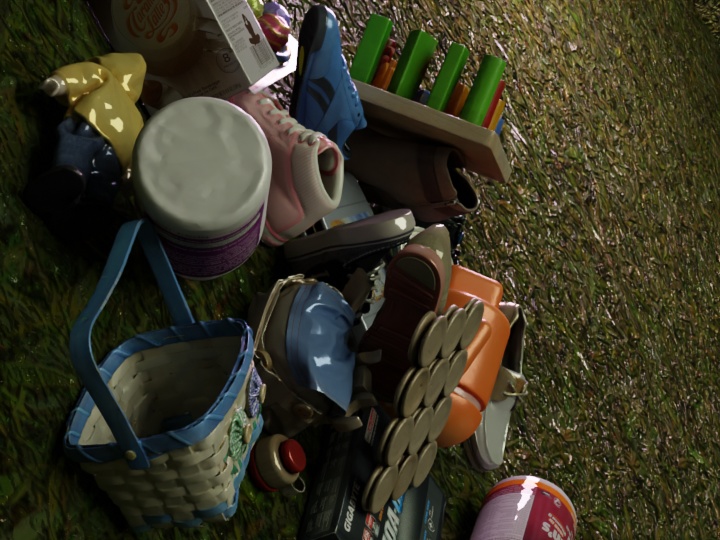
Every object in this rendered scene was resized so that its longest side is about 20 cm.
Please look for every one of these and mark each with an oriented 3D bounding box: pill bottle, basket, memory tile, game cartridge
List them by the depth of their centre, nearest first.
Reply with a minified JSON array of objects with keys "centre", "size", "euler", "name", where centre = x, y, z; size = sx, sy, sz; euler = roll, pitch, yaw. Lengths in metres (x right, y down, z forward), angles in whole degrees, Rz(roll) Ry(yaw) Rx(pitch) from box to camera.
[{"centre":[-0.153,0.081,1.229],"size":[0.177,0.138,0.201],"euler":[-74,144,-54],"name":"basket"},{"centre":[-0.132,-0.057,1.335],"size":[0.200,0.112,0.113],"euler":[110,-34,-72],"name":"pill bottle"},{"centre":[0.058,0.124,1.507],"size":[0.153,0.017,0.201],"euler":[-19,130,-64],"name":"memory tile"},{"centre":[0.163,0.314,1.713],"size":[0.110,0.109,0.200],"euler":[60,26,-17],"name":"pill bottle"},{"centre":[-0.007,-0.009,1.722],"size":[0.133,0.041,0.201],"euler":[-21,89,-61],"name":"game cartridge"}]

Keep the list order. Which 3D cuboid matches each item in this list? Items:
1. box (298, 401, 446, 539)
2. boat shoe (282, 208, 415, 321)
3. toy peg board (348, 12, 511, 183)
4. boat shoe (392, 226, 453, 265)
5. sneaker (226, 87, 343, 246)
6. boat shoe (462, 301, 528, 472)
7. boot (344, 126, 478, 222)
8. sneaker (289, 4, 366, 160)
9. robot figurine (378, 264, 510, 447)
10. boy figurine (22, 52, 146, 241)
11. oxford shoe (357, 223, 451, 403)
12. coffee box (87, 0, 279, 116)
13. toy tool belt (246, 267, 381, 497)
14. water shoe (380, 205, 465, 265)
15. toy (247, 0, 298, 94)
[{"centre":[0.016,0.239,1.551],"size":[0.159,0.046,0.200],"euler":[55,28,-25],"name":"box"},{"centre":[0.000,0.000,1.561],"size":[0.074,0.200,0.093],"euler":[-19,94,-28],"name":"boat shoe"},{"centre":[0.078,-0.191,1.772],"size":[0.199,0.199,0.098],"euler":[37,75,-77],"name":"toy peg board"},{"centre":[0.074,0.028,1.804],"size":[0.073,0.062,0.200],"euler":[-55,132,-25],"name":"boat shoe"},{"centre":[-0.073,-0.133,1.610],"size":[0.075,0.104,0.201],"euler":[15,55,-58],"name":"sneaker"},{"centre":[0.155,0.130,1.867],"size":[0.075,0.068,0.201],"euler":[27,59,-58],"name":"boat shoe"},{"centre":[0.039,-0.123,1.767],"size":[0.200,0.146,0.071],"euler":[45,59,-45],"name":"boot"},{"centre":[-0.029,-0.188,1.650],"size":[0.201,0.078,0.066],"euler":[99,-10,-46],"name":"sneaker"},{"centre":[0.086,0.097,1.687],"size":[0.117,0.143,0.201],"euler":[39,63,-41],"name":"robot figurine"},{"centre":[-0.223,-0.122,1.343],"size":[0.124,0.064,0.201],"euler":[51,29,-35],"name":"boy figurine"},{"centre":[0.050,0.044,1.528],"size":[0.071,0.201,0.074],"euler":[27,42,8],"name":"oxford shoe"},{"centre":[-0.176,-0.245,1.480],"size":[0.201,0.114,0.080],"euler":[61,26,-11],"name":"coffee box"},{"centre":[-0.041,0.094,1.464],"size":[0.125,0.122,0.201],"euler":[43,35,-41],"name":"toy tool belt"},{"centre":[0.089,-0.036,1.883],"size":[0.201,0.079,0.072],"euler":[62,26,-12],"name":"water shoe"},{"centre":[-0.107,-0.249,1.646],"size":[0.115,0.047,0.200],"euler":[43,26,-1],"name":"toy"}]
